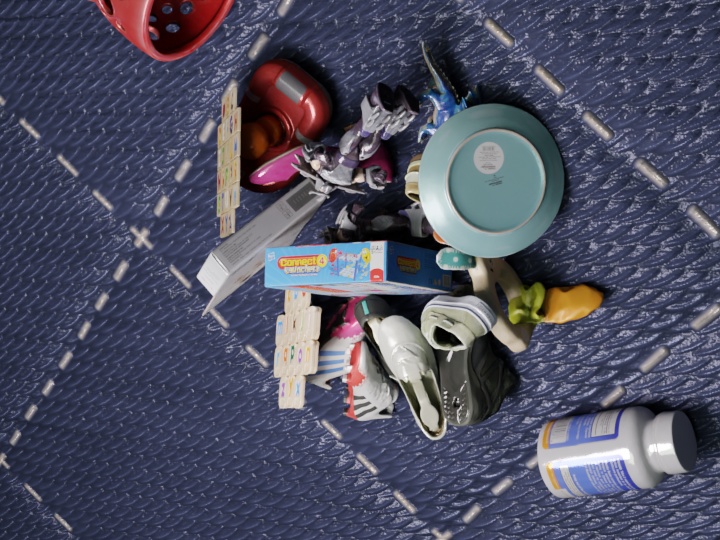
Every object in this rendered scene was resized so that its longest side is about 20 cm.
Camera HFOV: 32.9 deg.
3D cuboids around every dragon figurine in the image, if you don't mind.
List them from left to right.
[{"bbox_3d":[0.128,-0.213,1.615,0.099,0.059,0.201,11,123,24],"label":"dragon figurine"}]

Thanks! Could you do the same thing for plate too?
[{"bbox_3d":[0.173,-0.116,1.578,0.198,0.026,0.202,-1,97,-10],"label":"plate"}]

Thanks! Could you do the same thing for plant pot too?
[{"bbox_3d":[-0.288,-0.421,1.681,0.182,0.200,0.201,39,128,18],"label":"plant pot"}]

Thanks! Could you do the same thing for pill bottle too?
[{"bbox_3d":[0.354,0.248,1.679,0.199,0.112,0.113,-14,106,35],"label":"pill bottle"}]

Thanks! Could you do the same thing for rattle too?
[{"bbox_3d":[0.206,0.003,1.626,0.142,0.130,0.201,-15,115,44],"label":"rattle"}]

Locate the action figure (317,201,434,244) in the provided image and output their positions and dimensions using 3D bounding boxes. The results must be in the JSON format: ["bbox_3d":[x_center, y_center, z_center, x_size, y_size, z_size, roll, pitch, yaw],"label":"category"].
[{"bbox_3d":[0.030,-0.066,1.711,0.199,0.130,0.070,-12,90,23],"label":"action figure"}]

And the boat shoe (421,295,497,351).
[{"bbox_3d":[0.116,0.075,1.638,0.072,0.062,0.200,51,163,-3],"label":"boat shoe"}]

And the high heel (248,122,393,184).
[{"bbox_3d":[-0.053,-0.135,1.701,0.097,0.199,0.067,68,163,-6],"label":"high heel"}]

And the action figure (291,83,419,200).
[{"bbox_3d":[-0.008,-0.160,1.611,0.200,0.129,0.070,-49,48,34],"label":"action figure"}]

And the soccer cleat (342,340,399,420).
[{"bbox_3d":[0.017,0.168,1.837,0.084,0.069,0.201,5,145,2],"label":"soccer cleat"}]

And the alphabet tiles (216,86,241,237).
[{"bbox_3d":[-0.186,-0.149,1.711,0.166,0.006,0.202,172,99,-74],"label":"alphabet tiles"}]

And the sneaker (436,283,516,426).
[{"bbox_3d":[0.167,0.122,1.760,0.076,0.114,0.201,-9,81,38],"label":"sneaker"}]

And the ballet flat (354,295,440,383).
[{"bbox_3d":[0.055,0.124,1.788,0.068,0.069,0.200,-36,112,11],"label":"ballet flat"}]

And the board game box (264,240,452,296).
[{"bbox_3d":[0.000,0.000,1.709,0.195,0.200,0.056,-2,84,30],"label":"board game box"}]

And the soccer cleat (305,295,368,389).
[{"bbox_3d":[-0.020,0.110,1.872,0.086,0.070,0.200,33,125,-20],"label":"soccer cleat"}]

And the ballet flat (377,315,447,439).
[{"bbox_3d":[0.083,0.157,1.732,0.069,0.070,0.201,-6,119,33],"label":"ballet flat"}]

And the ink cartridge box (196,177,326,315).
[{"bbox_3d":[-0.152,-0.034,1.757,0.044,0.200,0.174,48,151,2],"label":"ink cartridge box"}]

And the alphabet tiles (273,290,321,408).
[{"bbox_3d":[-0.097,0.111,1.851,0.200,0.014,0.197,161,113,-70],"label":"alphabet tiles"}]

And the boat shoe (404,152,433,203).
[{"bbox_3d":[0.144,-0.077,1.623,0.199,0.077,0.072,25,148,-12],"label":"boat shoe"}]

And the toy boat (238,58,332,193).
[{"bbox_3d":[-0.136,-0.195,1.738,0.130,0.131,0.200,39,127,9],"label":"toy boat"}]
